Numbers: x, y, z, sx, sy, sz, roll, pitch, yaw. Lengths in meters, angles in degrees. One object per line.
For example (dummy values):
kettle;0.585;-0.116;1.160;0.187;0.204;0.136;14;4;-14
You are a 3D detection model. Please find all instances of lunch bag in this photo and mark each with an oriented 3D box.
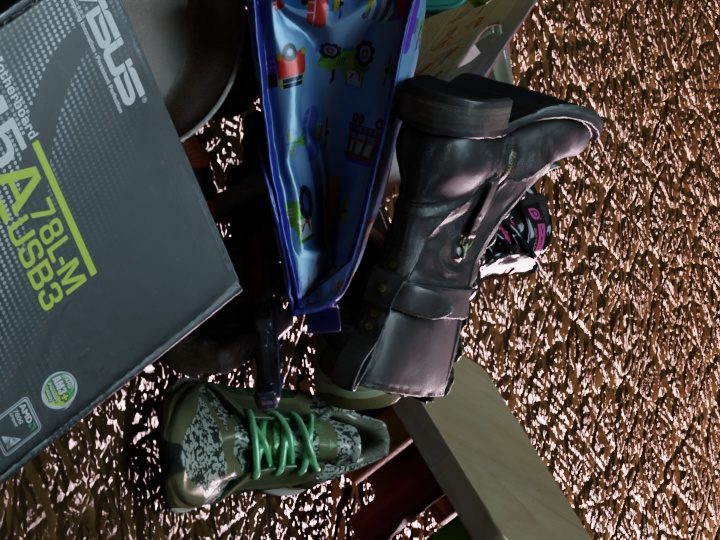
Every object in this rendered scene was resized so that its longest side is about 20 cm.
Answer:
lunch bag;-0.013;-0.065;1.460;0.151;0.094;0.200;-77;168;-84

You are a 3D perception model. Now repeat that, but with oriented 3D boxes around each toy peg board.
toy peg board;0.047;0.139;1.687;0.199;0.098;0.200;58;13;30

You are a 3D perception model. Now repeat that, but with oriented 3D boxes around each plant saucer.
plant saucer;-0.148;-0.147;1.360;0.200;0.032;0.200;14;65;-33

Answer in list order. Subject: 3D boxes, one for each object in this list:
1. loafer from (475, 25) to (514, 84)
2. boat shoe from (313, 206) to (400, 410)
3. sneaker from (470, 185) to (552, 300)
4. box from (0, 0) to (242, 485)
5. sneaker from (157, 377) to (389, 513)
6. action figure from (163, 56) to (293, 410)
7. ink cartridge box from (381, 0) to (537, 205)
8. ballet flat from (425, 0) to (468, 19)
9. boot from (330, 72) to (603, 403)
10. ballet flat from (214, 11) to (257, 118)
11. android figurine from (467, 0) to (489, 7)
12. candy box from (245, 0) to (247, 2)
loafer;0.082;-0.106;1.868;0.063;0.072;0.200;47;40;-62
boat shoe;-0.001;0.000;1.601;0.201;0.072;0.066;-94;-173;-54
sneaker;0.070;-0.027;1.589;0.200;0.084;0.077;-64;152;-71
box;-0.166;-0.021;1.267;0.193;0.048;0.200;-37;122;-28
sneaker;-0.046;0.093;1.524;0.200;0.089;0.077;-4;88;-64
action figure;-0.097;-0.024;1.470;0.200;0.105;0.194;-91;165;-45
ink cartridge box;0.033;-0.101;1.634;0.044;0.174;0.200;59;33;-18
ballet flat;0.045;-0.159;1.820;0.067;0.067;0.200;80;18;-64
boot;0.052;-0.015;1.455;0.200;0.069;0.174;-3;109;-58
ballet flat;-0.106;-0.147;1.482;0.200;0.073;0.073;51;41;-52
android figurine;0.008;-0.237;1.522;0.200;0.041;0.182;45;18;-16
candy box;-0.057;-0.225;1.560;0.200;0.055;0.115;45;44;-32
